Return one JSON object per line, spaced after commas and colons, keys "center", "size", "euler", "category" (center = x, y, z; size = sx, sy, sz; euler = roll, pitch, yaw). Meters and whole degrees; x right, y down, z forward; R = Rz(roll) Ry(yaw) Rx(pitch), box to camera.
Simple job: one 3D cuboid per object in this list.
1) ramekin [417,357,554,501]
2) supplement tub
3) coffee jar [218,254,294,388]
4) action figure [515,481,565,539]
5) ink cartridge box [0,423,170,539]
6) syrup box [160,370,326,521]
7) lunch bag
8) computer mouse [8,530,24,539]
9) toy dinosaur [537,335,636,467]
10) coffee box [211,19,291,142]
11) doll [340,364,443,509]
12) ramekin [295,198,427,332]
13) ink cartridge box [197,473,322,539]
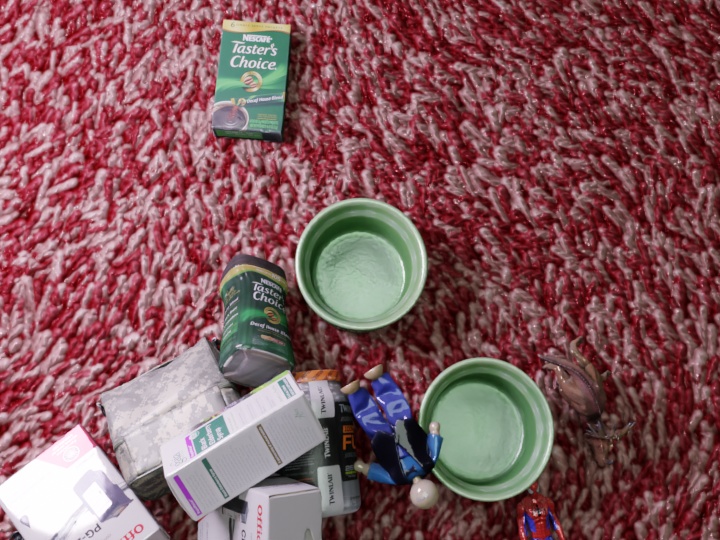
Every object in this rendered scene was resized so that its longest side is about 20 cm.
{"center": [0.178, 0.236, 1.122], "size": [0.197, 0.098, 0.203], "euler": [1, 76, -2], "category": "ramekin"}
{"center": [-0.068, 0.252, 1.095], "size": [0.121, 0.123, 0.203], "euler": [-6, 77, -4], "category": "supplement tub"}
{"center": [-0.155, 0.069, 1.110], "size": [0.103, 0.085, 0.201], "euler": [21, 37, -29], "category": "coffee jar"}
{"center": [0.267, 0.402, 1.093], "size": [0.065, 0.052, 0.203], "euler": [-12, 87, -1], "category": "action figure"}
{"center": [-0.385, 0.343, 1.050], "size": [0.144, 0.085, 0.200], "euler": [-39, 70, -22], "category": "ink cartridge box"}
{"center": [-0.153, 0.225, 0.979], "size": [0.198, 0.079, 0.082], "euler": [-29, 113, -11], "category": "syrup box"}
{"center": [-0.263, 0.207, 1.090], "size": [0.198, 0.140, 0.169], "euler": [-28, 66, -11], "category": "lunch bag"}
{"center": [-0.421, 0.448, 1.070], "size": [0.198, 0.053, 0.140], "euler": [22, 64, 9], "category": "computer mouse"}
{"center": [0.339, 0.189, 1.116], "size": [0.085, 0.200, 0.136], "euler": [-30, 37, 15], "category": "toy dinosaur"}
{"center": [-0.182, -0.321, 1.271], "size": [0.121, 0.044, 0.203], "euler": [5, 76, -1], "category": "coffee box"}
{"center": [0.047, 0.240, 1.054], "size": [0.136, 0.048, 0.201], "euler": [-32, 78, 2], "category": "doll"}
{"center": [0.000, 0.000, 1.165], "size": [0.197, 0.098, 0.203], "euler": [1, 76, -2], "category": "ramekin"}
{"center": [-0.140, 0.352, 1.013], "size": [0.083, 0.199, 0.147], "euler": [4, 85, -38], "category": "ink cartridge box"}
